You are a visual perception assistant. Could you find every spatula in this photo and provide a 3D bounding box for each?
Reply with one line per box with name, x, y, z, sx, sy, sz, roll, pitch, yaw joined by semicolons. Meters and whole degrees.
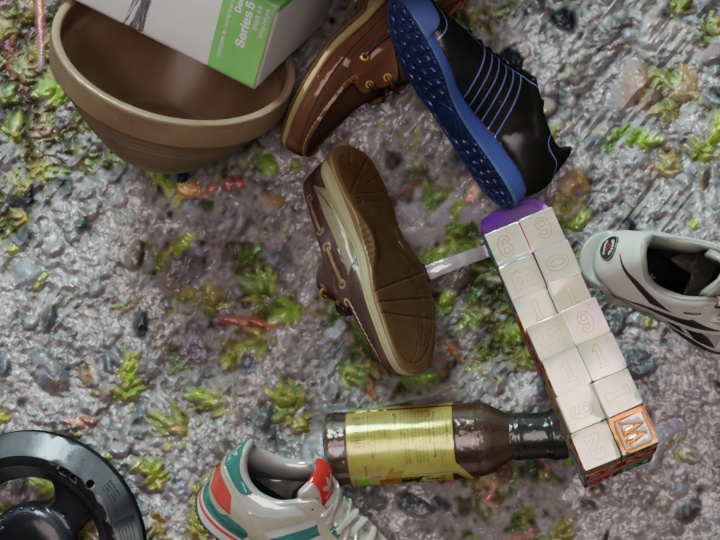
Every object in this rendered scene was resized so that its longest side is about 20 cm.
spatula;0.071;-0.004;1.251;0.199;0.021;0.057;-21;86;6

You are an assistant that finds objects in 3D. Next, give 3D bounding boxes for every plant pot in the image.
plant pot;-0.160;-0.146;1.230;0.200;0.201;0.093;28;129;8

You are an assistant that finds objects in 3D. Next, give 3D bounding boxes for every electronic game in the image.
electronic game;-0.276;0.235;1.267;0.198;0.042;0.202;1;93;11

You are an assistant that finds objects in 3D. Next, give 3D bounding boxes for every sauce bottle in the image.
sauce bottle;0.070;0.140;1.220;0.198;0.065;0.065;-4;86;8

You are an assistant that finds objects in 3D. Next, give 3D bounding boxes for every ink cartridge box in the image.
ink cartridge box;-0.133;-0.251;1.223;0.199;0.146;0.084;27;129;7

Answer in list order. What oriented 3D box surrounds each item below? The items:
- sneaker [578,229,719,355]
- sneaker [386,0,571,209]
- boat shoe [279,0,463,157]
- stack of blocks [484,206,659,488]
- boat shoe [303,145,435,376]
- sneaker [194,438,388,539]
sneaker;0.275;0.018;1.164;0.199;0.088;0.075;16;79;-20
sneaker;0.097;-0.151;1.216;0.078;0.070;0.201;-38;108;-18
boat shoe;0.009;-0.173;1.243;0.067;0.072;0.200;37;89;10
stack of blocks;0.160;0.057;1.148;0.058;0.115;0.201;-22;73;2
boat shoe;0.000;0.000;1.231;0.072;0.072;0.201;-34;71;39
sneaker;-0.031;0.203;1.195;0.199;0.070;0.094;29;128;-4
